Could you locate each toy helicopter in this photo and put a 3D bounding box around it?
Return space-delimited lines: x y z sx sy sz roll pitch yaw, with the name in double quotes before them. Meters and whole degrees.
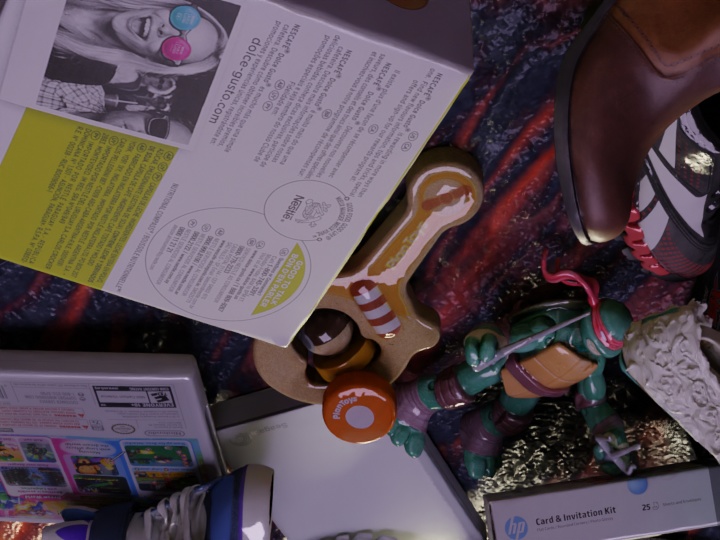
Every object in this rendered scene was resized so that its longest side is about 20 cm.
"toy helicopter" 0.000 0.000 1.107 0.132 0.079 0.200 29 120 -15

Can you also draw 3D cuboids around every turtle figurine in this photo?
"turtle figurine" 0.112 0.068 1.143 0.149 0.101 0.200 37 139 -19

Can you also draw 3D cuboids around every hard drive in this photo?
"hard drive" -0.007 0.146 1.280 0.131 0.026 0.201 -16 135 17

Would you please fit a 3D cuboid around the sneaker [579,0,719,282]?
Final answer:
"sneaker" 0.181 -0.064 1.009 0.097 0.071 0.201 3 140 26

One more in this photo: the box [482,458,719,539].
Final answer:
"box" 0.181 0.151 1.197 0.198 0.042 0.156 -10 174 2

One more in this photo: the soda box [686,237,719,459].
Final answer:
"soda box" 0.241 0.024 1.110 0.063 0.071 0.201 -5 138 -10

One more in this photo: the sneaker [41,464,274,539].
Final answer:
"sneaker" -0.139 0.184 1.220 0.145 0.081 0.201 8 148 -9

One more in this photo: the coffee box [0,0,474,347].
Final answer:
"coffee box" -0.078 -0.120 0.869 0.196 0.201 0.200 18 134 -18

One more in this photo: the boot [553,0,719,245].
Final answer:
"boot" 0.201 -0.094 0.886 0.198 0.190 0.068 9 168 23

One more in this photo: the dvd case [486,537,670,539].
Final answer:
"dvd case" 0.164 0.238 1.364 0.198 0.018 0.143 10 137 -22

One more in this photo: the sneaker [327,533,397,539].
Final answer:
"sneaker" 0.043 0.248 1.291 0.198 0.087 0.075 12 136 7

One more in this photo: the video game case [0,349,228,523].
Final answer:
"video game case" -0.192 0.114 1.229 0.198 0.024 0.183 1 141 8

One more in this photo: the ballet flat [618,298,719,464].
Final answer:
"ballet flat" 0.234 0.094 1.065 0.200 0.072 0.072 43 125 -11
